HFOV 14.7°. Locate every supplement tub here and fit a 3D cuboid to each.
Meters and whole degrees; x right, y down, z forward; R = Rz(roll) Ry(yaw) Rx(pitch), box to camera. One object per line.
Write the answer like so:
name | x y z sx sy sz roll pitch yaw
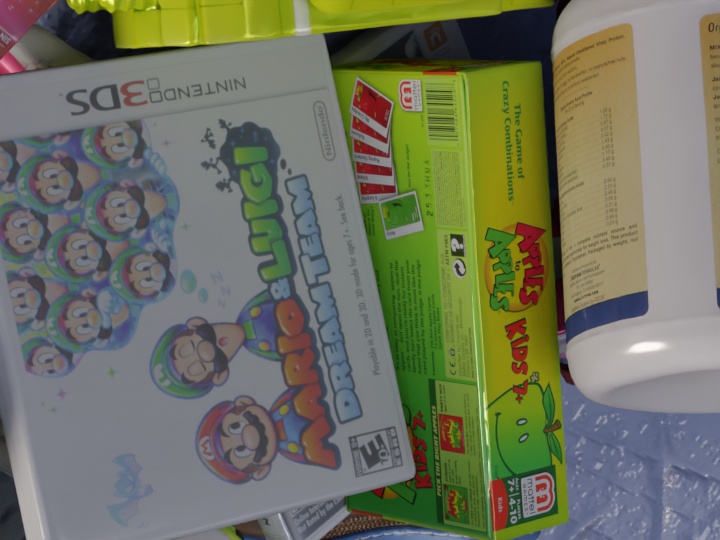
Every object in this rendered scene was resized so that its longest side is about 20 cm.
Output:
supplement tub | 0.153 -0.049 1.172 0.143 0.144 0.202 4 77 -24

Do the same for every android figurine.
android figurine | -0.022 -0.120 1.178 0.198 0.182 0.041 -6 97 -19

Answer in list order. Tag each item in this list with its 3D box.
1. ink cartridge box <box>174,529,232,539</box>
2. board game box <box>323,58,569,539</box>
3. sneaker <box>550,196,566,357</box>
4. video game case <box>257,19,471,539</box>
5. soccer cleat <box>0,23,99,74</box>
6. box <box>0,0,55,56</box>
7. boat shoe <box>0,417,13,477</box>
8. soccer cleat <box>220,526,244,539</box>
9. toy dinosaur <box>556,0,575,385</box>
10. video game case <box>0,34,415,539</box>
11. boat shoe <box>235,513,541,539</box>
ink cartridge box | -0.140 0.195 1.169 0.200 0.084 0.145 -37 158 -45
board game box | 0.035 0.010 1.225 0.047 0.101 0.202 -10 101 -38
sneaker | 0.144 -0.004 1.284 0.198 0.088 0.082 -5 78 6
video game case | 0.000 0.000 1.274 0.200 0.023 0.183 -38 116 -31
soccer cleat | -0.094 -0.058 1.249 0.086 0.070 0.200 -46 128 -9
box | -0.195 -0.187 1.107 0.096 0.100 0.200 -46 123 4
boat shoe | -0.169 0.043 1.261 0.074 0.065 0.200 -42 123 1
soccer cleat | -0.091 0.181 1.304 0.064 0.084 0.201 8 145 -10
toy dinosaur | 0.129 -0.048 1.322 0.200 0.105 0.181 -45 119 6
video game case | -0.074 0.008 1.176 0.181 0.024 0.202 -11 88 -32
boat shoe | -0.006 0.105 1.365 0.199 0.072 0.073 3 97 -22
